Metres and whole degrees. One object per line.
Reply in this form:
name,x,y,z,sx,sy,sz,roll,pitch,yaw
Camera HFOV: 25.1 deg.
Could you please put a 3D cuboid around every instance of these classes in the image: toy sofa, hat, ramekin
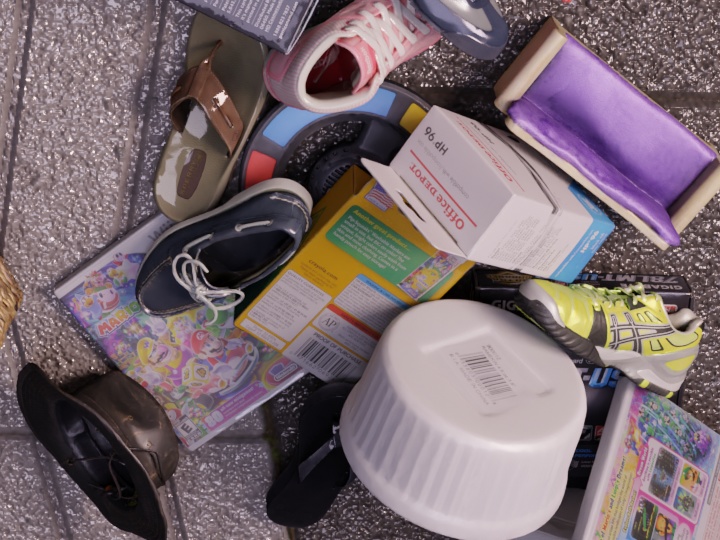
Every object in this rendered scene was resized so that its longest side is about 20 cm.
toy sofa,0.210,-0.113,1.346,0.199,0.098,0.083,36,109,-14
hat,-0.216,0.147,1.448,0.081,0.200,0.202,-40,113,-26
ramekin,0.089,0.115,1.329,0.198,0.201,0.098,14,127,-7

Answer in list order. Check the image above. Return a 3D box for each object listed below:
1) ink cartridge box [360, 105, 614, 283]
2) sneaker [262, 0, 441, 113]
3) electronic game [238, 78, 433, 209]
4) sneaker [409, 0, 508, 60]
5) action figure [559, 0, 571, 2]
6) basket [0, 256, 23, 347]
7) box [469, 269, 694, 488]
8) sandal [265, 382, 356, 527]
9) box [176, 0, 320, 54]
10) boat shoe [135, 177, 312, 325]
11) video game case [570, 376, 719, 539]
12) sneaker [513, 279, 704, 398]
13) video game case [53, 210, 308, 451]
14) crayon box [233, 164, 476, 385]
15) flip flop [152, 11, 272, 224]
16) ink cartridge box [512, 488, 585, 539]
ink cartridge box,0.105,-0.062,1.302,0.199,0.116,0.068,11,123,-51
sneaker,0.019,-0.188,1.291,0.199,0.105,0.076,-32,111,-4
electronic game,-0.007,-0.071,1.391,0.197,0.042,0.202,0,114,-1
sneaker,0.061,-0.255,1.241,0.082,0.070,0.200,-33,103,38
action figure,0.100,-0.284,1.300,0.199,0.052,0.066,38,103,-17
basket,-0.410,0.042,1.375,0.199,0.149,0.143,-27,111,11
box,0.192,0.100,1.465,0.197,0.050,0.201,2,114,-3
sandal,-0.030,0.176,1.460,0.075,0.043,0.201,9,133,-15
box,-0.118,-0.271,1.246,0.198,0.148,0.105,25,111,-12
boat shoe,-0.120,-0.005,1.365,0.199,0.062,0.075,-26,124,28
video game case,0.269,0.222,1.413,0.181,0.202,0.024,33,153,-23
sneaker,0.209,0.039,1.365,0.199,0.075,0.077,23,102,-37
video game case,-0.158,0.052,1.454,0.143,0.018,0.201,-34,109,13
crayon box,0.000,0.000,1.375,0.125,0.052,0.200,33,119,-22
flip flop,-0.130,-0.129,1.344,0.080,0.058,0.202,26,111,10
ink cartridge box,0.216,0.310,1.498,0.144,0.083,0.202,10,121,40
